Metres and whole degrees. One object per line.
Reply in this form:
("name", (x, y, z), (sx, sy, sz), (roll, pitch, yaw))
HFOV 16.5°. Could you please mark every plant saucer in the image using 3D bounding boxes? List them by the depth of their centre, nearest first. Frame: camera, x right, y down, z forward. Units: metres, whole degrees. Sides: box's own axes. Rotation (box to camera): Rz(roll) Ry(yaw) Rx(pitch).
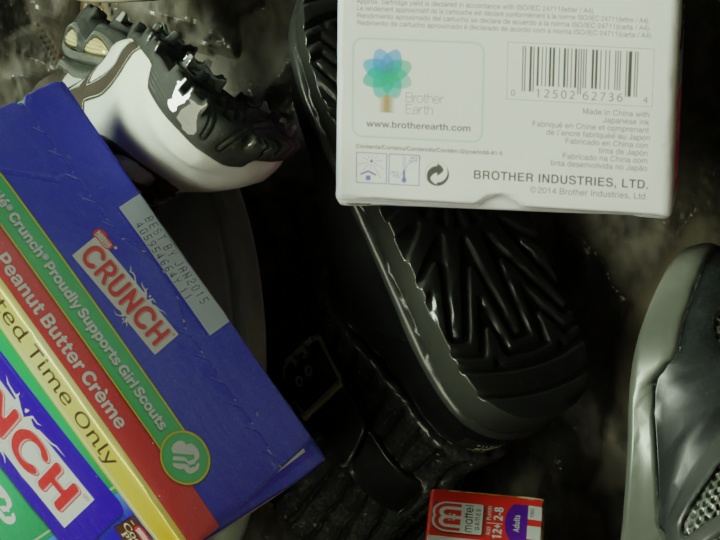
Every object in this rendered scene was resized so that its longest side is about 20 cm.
("plant saucer", (-0.095, 0.039, 1.034), (0.200, 0.050, 0.201), (179, 90, -67))

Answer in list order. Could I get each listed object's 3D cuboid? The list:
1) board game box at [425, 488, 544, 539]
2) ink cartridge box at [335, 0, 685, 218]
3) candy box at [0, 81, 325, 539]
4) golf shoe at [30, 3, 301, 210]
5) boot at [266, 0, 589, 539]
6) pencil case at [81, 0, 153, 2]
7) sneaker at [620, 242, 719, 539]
("board game box", (0.037, 0.207, 0.922), (0.046, 0.152, 0.200), (5, 124, 3))
("ink cartridge box", (0.052, -0.120, 0.848), (0.119, 0.042, 0.201), (3, 108, 11))
("candy box", (-0.129, 0.047, 0.935), (0.169, 0.077, 0.200), (55, 142, 1))
("golf shoe", (-0.087, -0.042, 0.942), (0.078, 0.095, 0.200), (39, 175, -17))
("boot", (-0.002, 0.001, 0.979), (0.158, 0.079, 0.212), (-44, 57, 53))
("pencil case", (-0.081, -0.209, 0.997), (0.078, 0.089, 0.201), (-139, 48, -68))
("sneaker", (0.146, 0.074, 0.835), (0.114, 0.200, 0.076), (-9, 137, 20))
